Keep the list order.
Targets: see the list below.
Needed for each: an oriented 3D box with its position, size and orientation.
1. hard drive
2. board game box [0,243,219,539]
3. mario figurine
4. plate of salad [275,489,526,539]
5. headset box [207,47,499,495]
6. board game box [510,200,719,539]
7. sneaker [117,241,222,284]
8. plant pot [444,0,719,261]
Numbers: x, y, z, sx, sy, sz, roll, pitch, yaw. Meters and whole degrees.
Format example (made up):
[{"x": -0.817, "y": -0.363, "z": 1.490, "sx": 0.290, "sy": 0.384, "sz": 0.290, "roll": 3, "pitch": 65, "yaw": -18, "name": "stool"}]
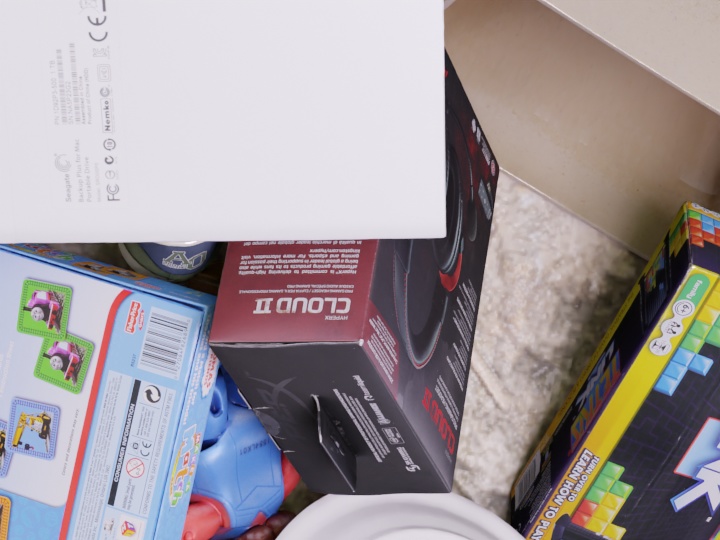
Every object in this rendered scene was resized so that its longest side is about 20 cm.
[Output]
[{"x": -0.065, "y": -0.075, "z": 1.114, "sx": 0.199, "sy": 0.026, "sz": 0.132, "roll": -1, "pitch": 116, "yaw": 1, "name": "hard drive"}, {"x": -0.168, "y": 0.060, "z": 1.226, "sx": 0.200, "sy": 0.037, "sz": 0.152, "roll": 16, "pitch": 100, "yaw": 18, "name": "board game box"}, {"x": -0.080, "y": 0.100, "z": 1.281, "sx": 0.123, "sy": 0.106, "sz": 0.201, "roll": -9, "pitch": 106, "yaw": -12, "name": "mario figurine"}, {"x": 0.028, "y": 0.195, "z": 1.254, "sx": 0.200, "sy": 0.048, "sz": 0.201, "roll": 16, "pitch": 58, "yaw": -27, "name": "plate of salad"}, {"x": 0.000, "y": 0.000, "z": 1.229, "sx": 0.075, "sy": 0.149, "sz": 0.200, "roll": -1, "pitch": 59, "yaw": 19, "name": "headset box"}, {"x": 0.186, "y": 0.081, "z": 1.301, "sx": 0.165, "sy": 0.057, "sz": 0.200, "roll": 20, "pitch": 125, "yaw": -10, "name": "board game box"}, {"x": -0.091, "y": -0.094, "z": 1.201, "sx": 0.067, "sy": 0.090, "sz": 0.201, "roll": -9, "pitch": 91, "yaw": -9, "name": "sneaker"}, {"x": 0.145, "y": -0.137, "z": 1.287, "sx": 0.199, "sy": 0.200, "sz": 0.177, "roll": 30, "pitch": 73, "yaw": -11, "name": "plant pot"}]
